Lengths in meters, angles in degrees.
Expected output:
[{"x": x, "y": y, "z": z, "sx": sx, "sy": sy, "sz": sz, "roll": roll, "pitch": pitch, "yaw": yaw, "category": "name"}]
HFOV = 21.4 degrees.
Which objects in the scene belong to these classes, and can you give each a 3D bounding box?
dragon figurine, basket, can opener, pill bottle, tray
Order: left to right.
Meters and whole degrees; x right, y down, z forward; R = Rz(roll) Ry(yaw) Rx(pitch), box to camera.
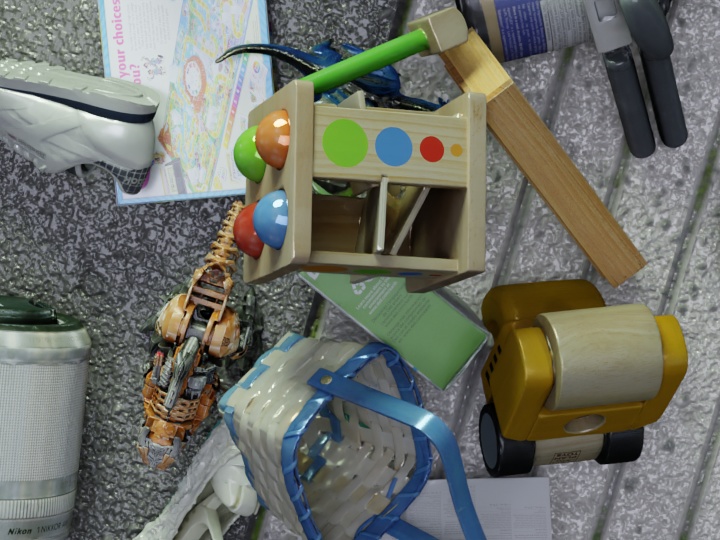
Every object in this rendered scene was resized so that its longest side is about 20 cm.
[{"x": -0.005, "y": -0.138, "z": 1.452, "sx": 0.200, "sy": 0.099, "sz": 0.059, "roll": 25, "pitch": 93, "yaw": -18, "category": "dragon figurine"}, {"x": 0.003, "y": 0.137, "z": 1.405, "sx": 0.200, "sy": 0.177, "sz": 0.139, "roll": 27, "pitch": 57, "yaw": 37, "category": "basket"}, {"x": 0.136, "y": -0.082, "z": 1.417, "sx": 0.037, "sy": 0.099, "sz": 0.200, "roll": -36, "pitch": 123, "yaw": 6, "category": "tray"}, {"x": 0.169, "y": -0.229, "z": 1.444, "sx": 0.199, "sy": 0.112, "sz": 0.112, "roll": -13, "pitch": 93, "yaw": 3, "category": "pill bottle"}, {"x": 0.209, "y": -0.147, "z": 1.412, "sx": 0.053, "sy": 0.200, "sz": 0.067, "roll": -18, "pitch": 49, "yaw": 7, "category": "can opener"}]

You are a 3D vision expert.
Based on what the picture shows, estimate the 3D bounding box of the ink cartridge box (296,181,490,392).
[{"x": 0.000, "y": 0.000, "z": 1.454, "sx": 0.200, "sy": 0.104, "sz": 0.059, "roll": 39, "pitch": 95, "yaw": -12, "category": "ink cartridge box"}]

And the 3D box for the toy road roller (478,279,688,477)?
[{"x": 0.151, "y": 0.059, "z": 1.430, "sx": 0.122, "sy": 0.200, "sz": 0.146, "roll": -5, "pitch": 63, "yaw": -13, "category": "toy road roller"}]

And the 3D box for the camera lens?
[{"x": -0.294, "y": 0.122, "z": 1.465, "sx": 0.159, "sy": 0.160, "sz": 0.201, "roll": 7, "pitch": 94, "yaw": 2, "category": "camera lens"}]

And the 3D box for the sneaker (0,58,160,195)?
[{"x": -0.251, "y": -0.117, "z": 1.477, "sx": 0.199, "sy": 0.076, "sz": 0.081, "roll": 16, "pitch": 111, "yaw": 22, "category": "sneaker"}]

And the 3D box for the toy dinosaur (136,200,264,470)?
[{"x": -0.118, "y": 0.052, "z": 1.464, "sx": 0.102, "sy": 0.136, "sz": 0.200, "roll": 39, "pitch": 95, "yaw": 0, "category": "toy dinosaur"}]

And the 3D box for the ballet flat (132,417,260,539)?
[{"x": -0.115, "y": 0.191, "z": 1.505, "sx": 0.072, "sy": 0.072, "sz": 0.200, "roll": 37, "pitch": 99, "yaw": 0, "category": "ballet flat"}]

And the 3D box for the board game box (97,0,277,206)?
[{"x": -0.134, "y": -0.156, "z": 1.501, "sx": 0.134, "sy": 0.034, "sz": 0.201, "roll": -4, "pitch": 94, "yaw": 3, "category": "board game box"}]

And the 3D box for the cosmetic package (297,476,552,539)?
[{"x": 0.051, "y": 0.211, "z": 1.497, "sx": 0.199, "sy": 0.051, "sz": 0.083, "roll": -1, "pitch": 61, "yaw": 3, "category": "cosmetic package"}]

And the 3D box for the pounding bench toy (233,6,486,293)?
[{"x": -0.006, "y": -0.093, "z": 1.335, "sx": 0.155, "sy": 0.124, "sz": 0.201, "roll": 4, "pitch": 82, "yaw": -18, "category": "pounding bench toy"}]
